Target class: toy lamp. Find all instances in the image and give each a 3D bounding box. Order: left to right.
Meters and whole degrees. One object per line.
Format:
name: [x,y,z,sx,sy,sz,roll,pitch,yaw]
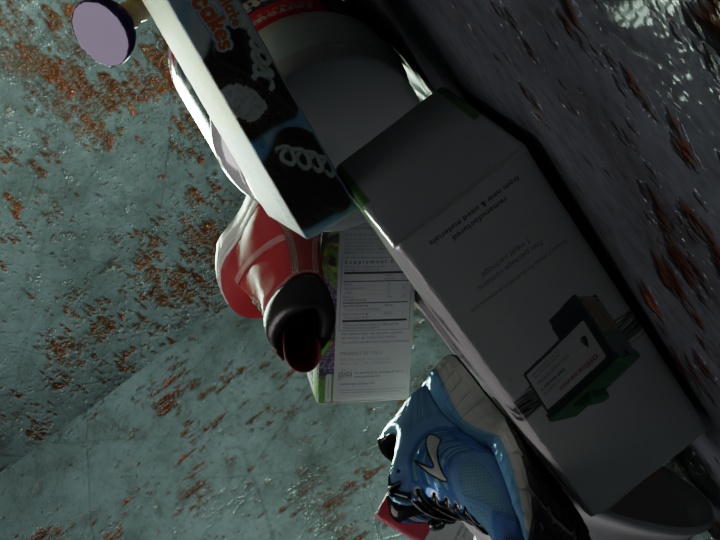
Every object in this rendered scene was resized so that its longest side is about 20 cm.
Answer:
toy lamp: [-0.138,-0.220,0.995,0.058,0.200,0.058,19,133,22]

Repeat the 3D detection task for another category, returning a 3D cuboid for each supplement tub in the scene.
supplement tub: [-0.048,-0.126,0.913,0.141,0.140,0.200,54,180,-35]

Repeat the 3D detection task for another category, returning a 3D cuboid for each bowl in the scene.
bowl: [0.138,0.171,0.926,0.200,0.091,0.201,20,-169,-4]

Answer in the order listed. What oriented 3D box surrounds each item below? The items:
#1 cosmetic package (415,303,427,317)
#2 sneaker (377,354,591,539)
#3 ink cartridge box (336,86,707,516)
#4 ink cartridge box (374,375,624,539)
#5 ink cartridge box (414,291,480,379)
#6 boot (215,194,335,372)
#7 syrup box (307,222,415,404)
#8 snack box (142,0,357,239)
cosmetic package: [0.078,0.009,1.186,0.200,0.071,0.105,46,178,-7]
sneaker: [0.064,0.130,0.760,0.078,0.090,0.200,51,-179,-23]
ink cartridge box: [0.085,0.015,0.719,0.200,0.084,0.146,52,-179,-24]
ink cartridge box: [0.140,0.192,1.080,0.199,0.146,0.145,29,174,16]
ink cartridge box: [0.129,0.075,1.025,0.176,0.045,0.200,39,-174,-17]
boot: [-0.067,0.028,1.027,0.200,0.072,0.145,119,146,-60]
syrup box: [0.000,0.000,1.062,0.079,0.081,0.201,-119,29,-68]
snack box: [-0.076,-0.117,0.733,0.201,0.037,0.116,60,172,-15]
